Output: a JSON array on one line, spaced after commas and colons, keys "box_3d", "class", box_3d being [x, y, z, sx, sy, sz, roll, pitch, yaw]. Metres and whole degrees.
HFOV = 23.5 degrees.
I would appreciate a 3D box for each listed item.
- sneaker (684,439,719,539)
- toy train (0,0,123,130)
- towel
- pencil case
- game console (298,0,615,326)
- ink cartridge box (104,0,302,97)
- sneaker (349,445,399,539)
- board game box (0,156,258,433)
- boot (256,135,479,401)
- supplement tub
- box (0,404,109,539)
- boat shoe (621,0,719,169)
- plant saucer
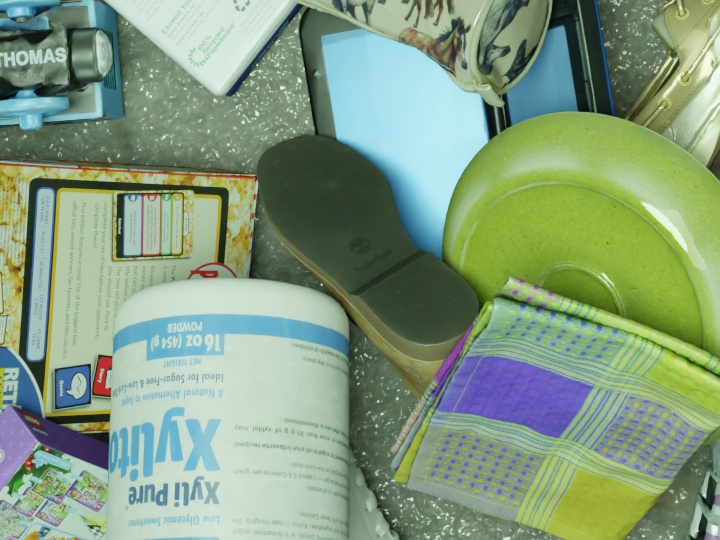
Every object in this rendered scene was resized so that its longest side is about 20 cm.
[{"box_3d": [0.190, 0.179, 1.000, 0.139, 0.078, 0.202, -14, 93, 7], "class": "sneaker"}, {"box_3d": [-0.235, -0.116, 1.004, 0.198, 0.114, 0.088, -5, 91, 6], "class": "toy train"}, {"box_3d": [0.104, 0.083, 0.904, 0.143, 0.200, 0.023, 21, 54, -4], "class": "towel"}, {"box_3d": [0.008, -0.162, 0.923, 0.199, 0.078, 0.090, 29, 96, 23], "class": "pencil case"}, {"box_3d": [0.058, -0.069, 0.979, 0.117, 0.171, 0.202, -11, 94, -19], "class": "game console"}, {"box_3d": [-0.094, -0.240, 1.014, 0.200, 0.043, 0.197, 41, 98, 3], "class": "ink cartridge box"}, {"box_3d": [-0.018, 0.148, 1.030, 0.080, 0.077, 0.202, -1, 96, -10], "class": "sneaker"}, {"box_3d": [-0.155, 0.015, 0.978, 0.199, 0.046, 0.153, 2, 96, -39], "class": "board game box"}, {"box_3d": [0.000, 0.000, 0.979, 0.073, 0.076, 0.200, -26, 50, -15], "class": "boot"}, {"box_3d": [-0.070, 0.115, 0.916, 0.131, 0.132, 0.202, -2, 73, 6], "class": "supplement tub"}, {"box_3d": [-0.166, 0.166, 0.985, 0.137, 0.200, 0.039, -51, 51, 4], "class": "box"}, {"box_3d": [0.194, -0.126, 0.976, 0.066, 0.074, 0.201, 27, 97, -2], "class": "boat shoe"}, {"box_3d": [0.121, 0.016, 0.916, 0.199, 0.031, 0.202, 17, 122, 30], "class": "plant saucer"}]
